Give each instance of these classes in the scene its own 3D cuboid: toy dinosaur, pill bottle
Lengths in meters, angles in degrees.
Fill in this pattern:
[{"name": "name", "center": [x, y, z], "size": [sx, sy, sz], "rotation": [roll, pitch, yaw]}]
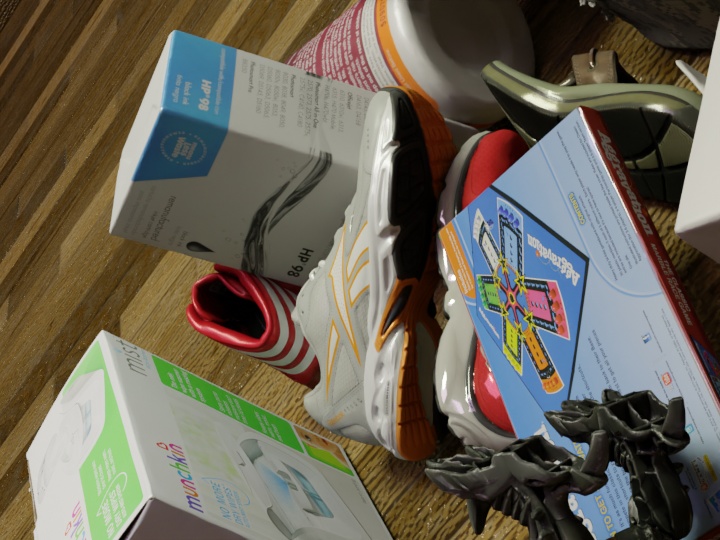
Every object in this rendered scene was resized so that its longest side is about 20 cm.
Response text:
[{"name": "toy dinosaur", "center": [0.099, 0.123, 0.578], "size": [0.198, 0.102, 0.137], "rotation": [-15, 91, 29]}, {"name": "pill bottle", "center": [0.011, -0.114, 0.979], "size": [0.199, 0.114, 0.115], "rotation": [-30, 38, 47]}]

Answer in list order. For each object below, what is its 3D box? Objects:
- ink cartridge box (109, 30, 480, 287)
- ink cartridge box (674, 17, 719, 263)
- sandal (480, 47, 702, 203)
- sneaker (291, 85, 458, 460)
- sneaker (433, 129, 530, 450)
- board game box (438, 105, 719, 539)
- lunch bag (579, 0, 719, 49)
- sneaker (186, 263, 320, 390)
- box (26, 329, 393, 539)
[{"name": "ink cartridge box", "center": [-0.037, -0.054, 0.887], "size": [0.116, 0.198, 0.067], "rotation": [123, 156, -46]}, {"name": "ink cartridge box", "center": [0.212, -0.054, 0.509], "size": [0.199, 0.128, 0.126], "rotation": [-22, 45, 55]}, {"name": "sandal", "center": [0.133, -0.079, 0.771], "size": [0.057, 0.080, 0.200], "rotation": [-45, 28, -12]}, {"name": "sneaker", "center": [0.000, 0.000, 0.818], "size": [0.091, 0.075, 0.203], "rotation": [4, 93, 35]}, {"name": "sneaker", "center": [0.091, 0.006, 0.771], "size": [0.084, 0.077, 0.202], "rotation": [-22, 48, 29]}, {"name": "board game box", "center": [0.103, 0.037, 0.662], "size": [0.103, 0.019, 0.202], "rotation": [-41, 54, 33]}, {"name": "lunch bag", "center": [0.154, -0.202, 0.731], "size": [0.140, 0.167, 0.200], "rotation": [-61, 24, -1]}, {"name": "sneaker", "center": [-0.060, 0.012, 0.978], "size": [0.079, 0.115, 0.200], "rotation": [-59, 25, 3]}, {"name": "box", "center": [-0.079, 0.143, 0.803], "size": [0.097, 0.176, 0.200], "rotation": [-56, 24, 9]}]
